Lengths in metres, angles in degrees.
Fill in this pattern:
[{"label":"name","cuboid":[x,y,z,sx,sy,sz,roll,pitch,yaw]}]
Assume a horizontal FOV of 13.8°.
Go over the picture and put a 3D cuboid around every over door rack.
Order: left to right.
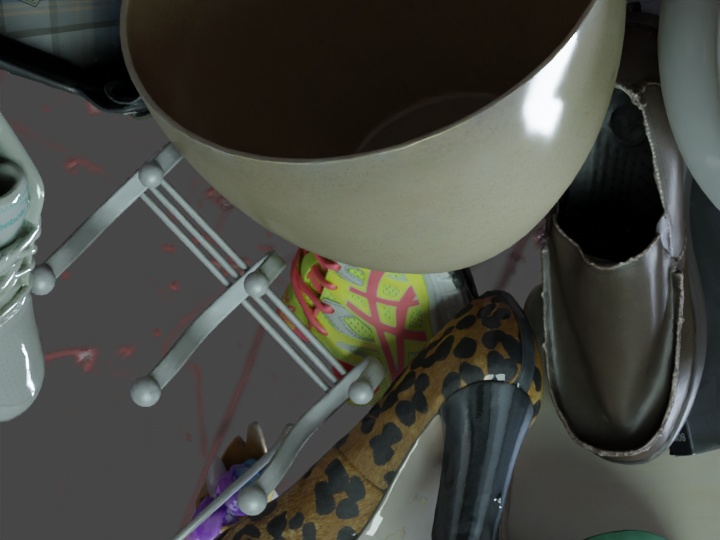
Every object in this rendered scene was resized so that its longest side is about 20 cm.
[{"label":"over door rack","cuboid":[-0.108,0.061,1.336,0.200,0.067,0.148,-41,97,22]}]

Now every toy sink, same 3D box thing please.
[{"label":"toy sink","cuboid":[0.153,0.085,1.403,0.199,0.131,0.112,7,173,-12]}]

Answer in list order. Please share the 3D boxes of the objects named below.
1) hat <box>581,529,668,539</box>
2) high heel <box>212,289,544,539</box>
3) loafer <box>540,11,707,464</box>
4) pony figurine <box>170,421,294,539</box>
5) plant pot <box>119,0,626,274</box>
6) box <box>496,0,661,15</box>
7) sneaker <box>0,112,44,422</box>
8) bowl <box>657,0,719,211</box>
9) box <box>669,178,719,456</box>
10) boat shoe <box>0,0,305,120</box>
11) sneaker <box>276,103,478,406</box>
[{"label":"hat","cuboid":[0.029,0.164,1.356,0.165,0.176,0.200,32,93,-48]},{"label":"high heel","cuboid":[0.001,0.087,1.346,0.200,0.143,0.071,-14,142,44]},{"label":"loafer","cuboid":[0.104,-0.007,1.272,0.073,0.071,0.201,6,110,23]},{"label":"pony figurine","cuboid":[-0.085,0.188,1.472,0.193,0.166,0.201,-38,137,-24]},{"label":"plant pot","cuboid":[0.019,-0.077,1.192,0.199,0.201,0.135,-20,138,4]},{"label":"box","cuboid":[0.155,-0.121,1.300,0.199,0.042,0.119,-12,135,-1]},{"label":"sneaker","cuboid":[-0.166,-0.012,1.224,0.080,0.070,0.201,11,135,33]},{"label":"bowl","cuboid":[0.185,-0.093,1.215,0.200,0.090,0.202,-4,96,-40]},{"label":"box","cuboid":[0.219,-0.008,1.348,0.199,0.144,0.036,-14,180,-11]},{"label":"boat shoe","cuboid":[-0.099,-0.095,1.232,0.199,0.066,0.070,23,123,-32]},{"label":"sneaker","cuboid":[0.000,0.000,1.345,0.090,0.078,0.200,-18,136,5]}]
